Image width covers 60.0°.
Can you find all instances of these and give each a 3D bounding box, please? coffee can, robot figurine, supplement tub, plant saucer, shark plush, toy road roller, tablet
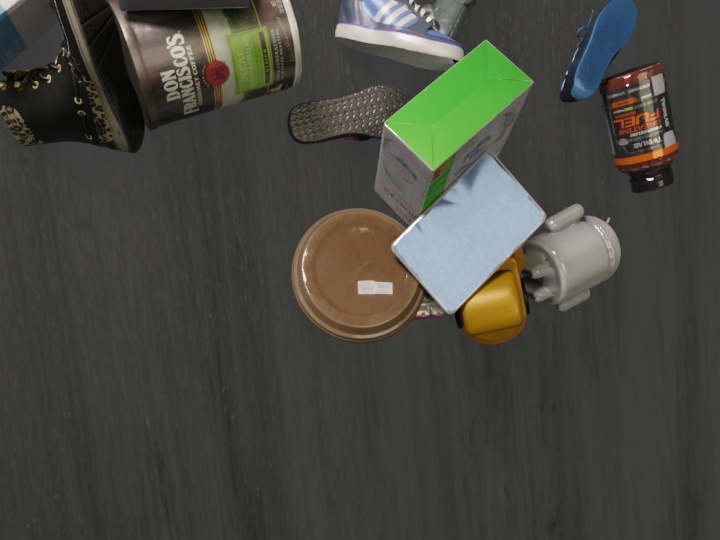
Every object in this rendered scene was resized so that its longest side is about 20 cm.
[{"bbox_3d":[-0.189,-0.274,0.766,0.196,0.146,0.150,-22,102,-19],"label":"coffee can"},{"bbox_3d":[0.342,-0.019,1.020,0.196,0.113,0.173,-22,117,-19],"label":"robot figurine"},{"bbox_3d":[0.479,-0.240,1.063,0.105,0.107,0.204,-22,102,-19],"label":"supplement tub"},{"bbox_3d":[0.000,0.000,0.877,0.194,0.030,0.205,2,69,-6],"label":"plant saucer"},{"bbox_3d":[0.162,-0.397,0.933,0.199,0.083,0.092,-42,107,-14],"label":"shark plush"},{"bbox_3d":[0.185,0.009,0.917,0.120,0.146,0.205,-12,103,11],"label":"toy road roller"},{"bbox_3d":[0.152,-0.053,0.868,0.200,0.014,0.130,-44,92,-4],"label":"tablet"}]

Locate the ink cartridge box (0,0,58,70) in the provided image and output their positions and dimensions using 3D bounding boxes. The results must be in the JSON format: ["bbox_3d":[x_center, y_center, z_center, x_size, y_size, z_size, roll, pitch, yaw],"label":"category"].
[{"bbox_3d":[-0.385,-0.355,0.680,0.200,0.146,0.147,-46,108,-12],"label":"ink cartridge box"}]

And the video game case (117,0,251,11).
[{"bbox_3d":[-0.190,-0.355,0.729,0.139,0.203,0.019,-2,134,-1],"label":"video game case"}]

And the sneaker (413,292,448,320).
[{"bbox_3d":[0.035,0.030,0.924,0.195,0.074,0.090,-2,79,-13],"label":"sneaker"}]

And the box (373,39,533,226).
[{"bbox_3d":[0.121,-0.184,0.873,0.199,0.177,0.097,-41,76,-18],"label":"box"}]

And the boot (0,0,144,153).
[{"bbox_3d":[-0.339,-0.221,0.686,0.149,0.075,0.207,1,134,7],"label":"boot"}]

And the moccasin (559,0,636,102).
[{"bbox_3d":[0.385,-0.370,1.038,0.080,0.068,0.202,39,78,-12],"label":"moccasin"}]

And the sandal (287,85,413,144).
[{"bbox_3d":[-0.009,-0.222,0.905,0.195,0.045,0.077,-7,91,-7],"label":"sandal"}]

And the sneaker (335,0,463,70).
[{"bbox_3d":[0.065,-0.371,0.857,0.196,0.080,0.150,19,95,19],"label":"sneaker"}]
